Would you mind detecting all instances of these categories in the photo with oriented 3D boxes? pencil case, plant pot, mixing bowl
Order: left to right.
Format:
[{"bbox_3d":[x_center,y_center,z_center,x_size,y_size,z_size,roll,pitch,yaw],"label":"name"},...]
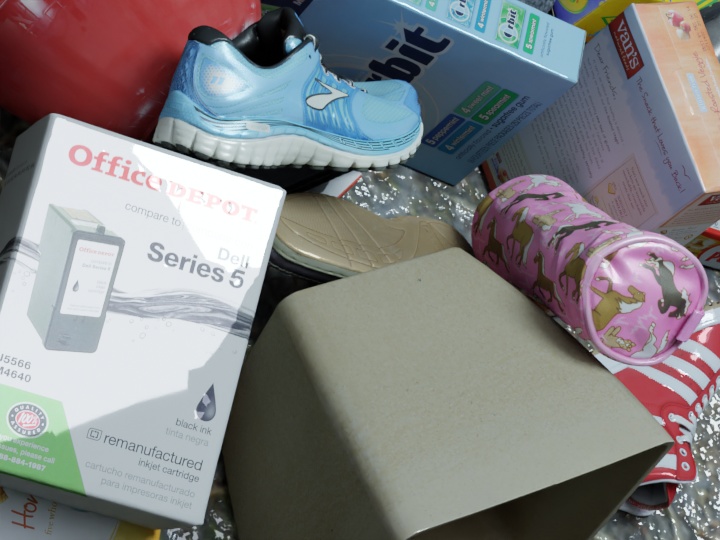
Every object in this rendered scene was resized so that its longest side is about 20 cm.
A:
[{"bbox_3d":[-0.133,-0.143,1.425,0.108,0.200,0.200,47,54,3],"label":"mixing bowl"},{"bbox_3d":[0.027,0.105,1.406,0.200,0.200,0.177,-16,63,-33],"label":"plant pot"},{"bbox_3d":[0.136,-0.002,1.439,0.086,0.200,0.083,-10,105,-14],"label":"pencil case"}]

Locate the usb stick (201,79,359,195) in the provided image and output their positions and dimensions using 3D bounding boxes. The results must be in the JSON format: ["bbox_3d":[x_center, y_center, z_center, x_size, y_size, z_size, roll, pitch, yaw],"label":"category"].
[{"bbox_3d":[-0.064,-0.065,1.452,0.200,0.033,0.055,-25,86,-34],"label":"usb stick"}]

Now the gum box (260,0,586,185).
[{"bbox_3d":[0.016,-0.140,1.523,0.200,0.170,0.045,21,62,-17],"label":"gum box"}]

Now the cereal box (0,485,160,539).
[{"bbox_3d":[-0.208,0.108,1.360,0.200,0.040,0.144,17,60,-20],"label":"cereal box"}]

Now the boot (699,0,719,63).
[{"bbox_3d":[0.240,-0.104,1.646,0.200,0.070,0.132,-25,66,4],"label":"boot"}]

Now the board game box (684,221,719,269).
[{"bbox_3d":[0.319,-0.059,1.721,0.200,0.046,0.152,16,60,-21],"label":"board game box"}]

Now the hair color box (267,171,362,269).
[{"bbox_3d":[-0.101,-0.028,1.473,0.102,0.061,0.200,45,53,0],"label":"hair color box"}]

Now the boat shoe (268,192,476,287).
[{"bbox_3d":[0.000,0.000,1.474,0.200,0.065,0.072,6,43,-52],"label":"boat shoe"}]

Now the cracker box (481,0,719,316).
[{"bbox_3d":[0.166,-0.070,1.549,0.058,0.200,0.134,-7,70,-32],"label":"cracker box"}]

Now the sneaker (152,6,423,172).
[{"bbox_3d":[-0.031,-0.107,1.385,0.200,0.078,0.090,-3,104,-50],"label":"sneaker"}]

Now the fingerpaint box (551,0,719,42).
[{"bbox_3d":[0.203,-0.260,1.723,0.167,0.073,0.200,8,62,-39],"label":"fingerpaint box"}]

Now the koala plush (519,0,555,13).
[{"bbox_3d":[0.083,-0.224,1.602,0.184,0.200,0.177,-12,55,8],"label":"koala plush"}]

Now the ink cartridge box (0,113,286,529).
[{"bbox_3d":[-0.141,0.030,1.326,0.145,0.084,0.200,18,77,-18],"label":"ink cartridge box"}]

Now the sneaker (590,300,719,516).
[{"bbox_3d":[0.213,0.093,1.573,0.200,0.071,0.113,-20,73,-26],"label":"sneaker"}]
